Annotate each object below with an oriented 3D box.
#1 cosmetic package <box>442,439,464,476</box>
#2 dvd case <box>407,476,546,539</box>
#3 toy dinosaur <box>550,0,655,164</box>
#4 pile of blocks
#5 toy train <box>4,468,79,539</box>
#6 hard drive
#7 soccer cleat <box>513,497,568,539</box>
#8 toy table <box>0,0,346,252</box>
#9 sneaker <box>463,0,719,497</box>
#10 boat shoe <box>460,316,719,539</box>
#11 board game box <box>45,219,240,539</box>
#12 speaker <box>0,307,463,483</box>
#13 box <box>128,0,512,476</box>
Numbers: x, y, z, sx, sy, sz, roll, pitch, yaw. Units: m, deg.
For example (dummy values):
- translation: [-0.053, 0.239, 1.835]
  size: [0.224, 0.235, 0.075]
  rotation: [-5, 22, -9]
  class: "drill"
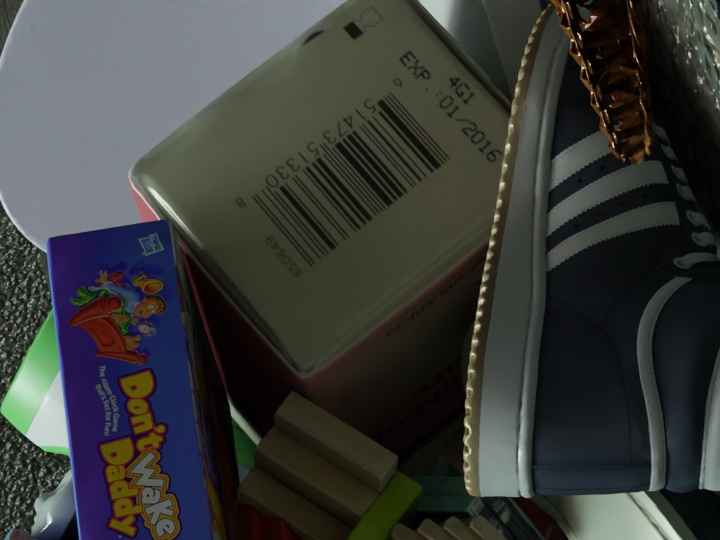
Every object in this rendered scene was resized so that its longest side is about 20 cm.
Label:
- translation: [0.011, 0.044, 1.269]
  size: [0.103, 0.087, 0.201]
  rotation: [-137, 32, -72]
  class: "cosmetic package"
- translation: [0.058, 0.153, 1.039]
  size: [0.200, 0.022, 0.146]
  rotation: [51, 150, -21]
  class: "dvd case"
- translation: [0.061, -0.138, 0.821]
  size: [0.200, 0.102, 0.136]
  rotation: [54, -173, 17]
  class: "toy dinosaur"
- translation: [0.028, 0.133, 0.955]
  size: [0.200, 0.062, 0.082]
  rotation: [42, 153, -8]
  class: "pile of blocks"
- translation: [-0.070, 0.159, 1.119]
  size: [0.199, 0.115, 0.087]
  rotation: [30, 158, -4]
  class: "toy train"
- translation: [0.037, -0.100, 1.091]
  size: [0.200, 0.025, 0.133]
  rotation: [166, 86, -79]
  class: "hard drive"
- translation: [0.078, 0.182, 1.231]
  size: [0.077, 0.066, 0.201]
  rotation: [-111, 6, -73]
  class: "soccer cleat"
- translation: [-0.074, -0.096, 1.128]
  size: [0.184, 0.200, 0.117]
  rotation: [48, 179, -6]
  class: "toy table"
- translation: [0.098, -0.007, 0.868]
  size: [0.070, 0.108, 0.201]
  rotation: [81, -164, -48]
  class: "sneaker"
- translation: [0.107, 0.088, 0.938]
  size: [0.200, 0.061, 0.075]
  rotation: [53, 143, 36]
  class: "boat shoe"
- translation: [-0.071, 0.083, 0.991]
  size: [0.200, 0.044, 0.135]
  rotation: [81, 180, -69]
  class: "board game box"
- translation: [-0.053, 0.078, 1.180]
  size: [0.199, 0.089, 0.088]
  rotation: [29, 167, -3]
  class: "speaker"
- translation: [0.000, 0.000, 1.050]
  size: [0.109, 0.128, 0.200]
  rotation: [48, 169, 18]
  class: "box"
